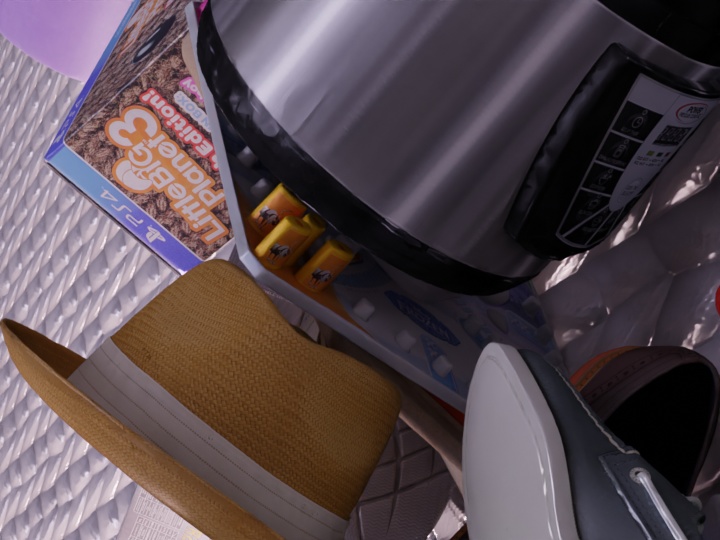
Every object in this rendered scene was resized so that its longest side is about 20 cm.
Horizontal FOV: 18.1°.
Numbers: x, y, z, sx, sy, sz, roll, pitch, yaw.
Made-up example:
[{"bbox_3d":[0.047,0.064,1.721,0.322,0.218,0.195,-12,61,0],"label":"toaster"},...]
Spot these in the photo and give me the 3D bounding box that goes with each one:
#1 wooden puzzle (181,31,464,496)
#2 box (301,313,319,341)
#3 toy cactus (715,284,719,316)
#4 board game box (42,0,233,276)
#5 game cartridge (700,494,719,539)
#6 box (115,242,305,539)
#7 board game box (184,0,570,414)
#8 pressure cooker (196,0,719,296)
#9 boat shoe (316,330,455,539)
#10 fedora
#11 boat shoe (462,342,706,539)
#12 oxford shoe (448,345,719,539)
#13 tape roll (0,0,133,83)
[{"bbox_3d":[0.000,0.000,1.012,0.185,0.037,0.200,62,-174,37],"label":"wooden puzzle"},{"bbox_3d":[-0.024,0.034,1.295,0.144,0.036,0.200,125,150,-53],"label":"box"},{"bbox_3d":[0.158,0.042,0.662,0.165,0.102,0.200,-51,24,40],"label":"toy cactus"},{"bbox_3d":[-0.045,-0.121,1.151,0.200,0.097,0.160,-38,20,34],"label":"board game box"},{"bbox_3d":[0.110,0.191,0.808,0.130,0.038,0.200,-104,28,-41],"label":"game cartridge"},{"bbox_3d":[-0.069,0.054,1.208,0.158,0.048,0.200,-72,5,-52],"label":"box"},{"bbox_3d":[0.020,-0.018,0.941,0.026,0.200,0.200,-45,32,20],"label":"board game box"},{"bbox_3d":[0.056,-0.112,0.856,0.200,0.179,0.176,-49,27,21],"label":"pressure cooker"},{"bbox_3d":[0.010,0.073,1.130,0.073,0.074,0.200,104,173,-48],"label":"boat shoe"},{"bbox_3d":[-0.043,0.052,0.852,0.082,0.201,0.201,-53,19,-2],"label":"fedora"},{"bbox_3d":[0.086,0.100,0.748,0.200,0.062,0.073,-114,31,-47],"label":"boat shoe"},{"bbox_3d":[0.067,0.110,0.816,0.200,0.071,0.073,-61,6,-13],"label":"oxford shoe"},{"bbox_3d":[-0.161,-0.214,1.564,0.200,0.200,0.085,-102,27,-49],"label":"tape roll"}]
